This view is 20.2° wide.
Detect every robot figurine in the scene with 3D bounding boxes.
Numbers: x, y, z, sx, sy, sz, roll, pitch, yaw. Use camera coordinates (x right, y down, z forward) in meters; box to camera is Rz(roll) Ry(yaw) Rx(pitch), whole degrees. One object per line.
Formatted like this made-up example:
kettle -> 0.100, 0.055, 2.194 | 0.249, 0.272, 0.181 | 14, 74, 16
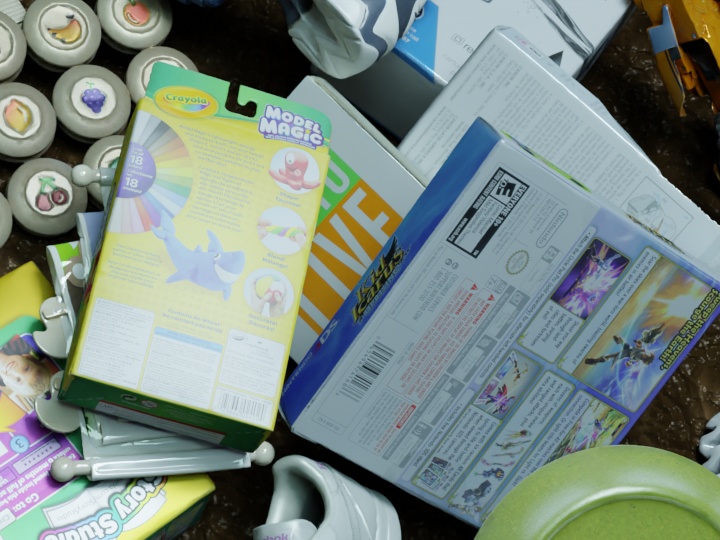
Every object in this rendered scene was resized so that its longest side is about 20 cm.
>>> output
robot figurine -> 0.258, -0.130, 1.353 | 0.145, 0.058, 0.200 | -38, 108, -36

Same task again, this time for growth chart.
growth chart -> -0.112, 0.025, 1.136 | 0.144, 0.018, 0.200 | 6, 66, -17

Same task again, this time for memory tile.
memory tile -> -0.188, -0.097, 1.240 | 0.200, 0.017, 0.153 | -18, 79, -25

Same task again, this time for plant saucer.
plant saucer -> 0.153, 0.199, 1.143 | 0.200, 0.031, 0.200 | 1, 86, -10

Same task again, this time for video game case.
video game case -> 0.082, 0.042, 1.141 | 0.181, 0.200, 0.045 | 31, 12, -26

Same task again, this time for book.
book -> 0.000, 0.000, 1.212 | 0.200, 0.048, 0.134 | 44, 100, 10

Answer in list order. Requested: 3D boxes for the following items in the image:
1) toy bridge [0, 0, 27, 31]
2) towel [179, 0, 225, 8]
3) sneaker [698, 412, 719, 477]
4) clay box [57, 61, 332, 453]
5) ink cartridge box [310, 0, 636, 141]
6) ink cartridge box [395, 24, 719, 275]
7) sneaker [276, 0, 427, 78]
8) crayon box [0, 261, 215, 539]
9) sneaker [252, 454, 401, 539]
toy bridge -> -0.232, -0.172, 1.277 | 0.200, 0.027, 0.067 | -26, 74, -29
towel -> -0.154, -0.246, 1.295 | 0.200, 0.049, 0.112 | 30, 61, 7
sneaker -> 0.249, 0.164, 1.214 | 0.075, 0.081, 0.200 | 6, 62, -16
clay box -> -0.088, -0.010, 1.123 | 0.115, 0.048, 0.200 | 17, 63, -11
ink cartridge box -> 0.086, -0.169, 1.343 | 0.146, 0.086, 0.200 | 37, 59, 5
ink cartridge box -> 0.109, -0.025, 1.231 | 0.200, 0.163, 0.057 | 41, 19, 4
sneaker -> -0.024, -0.226, 1.245 | 0.199, 0.080, 0.130 | 46, 55, 9
crayon box -> -0.210, 0.116, 1.106 | 0.200, 0.058, 0.173 | -34, 78, -30
sneaker -> -0.033, 0.193, 1.094 | 0.100, 0.075, 0.200 | 44, 38, -40
